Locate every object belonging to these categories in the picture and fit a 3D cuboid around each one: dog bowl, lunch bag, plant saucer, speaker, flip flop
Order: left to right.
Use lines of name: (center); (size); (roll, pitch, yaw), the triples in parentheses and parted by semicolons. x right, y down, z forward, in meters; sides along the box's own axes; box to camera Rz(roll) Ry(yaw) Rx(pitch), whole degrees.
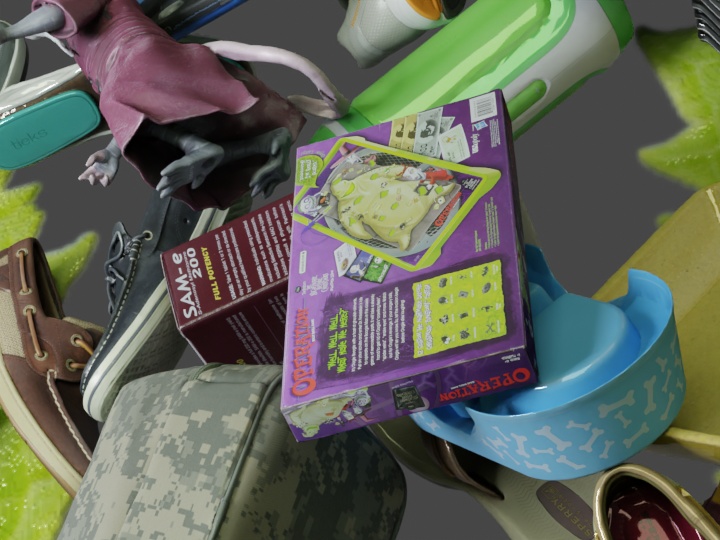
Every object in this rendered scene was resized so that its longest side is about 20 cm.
lunch bag: (-0.091, 0.151, 0.875); (0.167, 0.139, 0.201); (-2, 55, 39)
speaker: (0.065, -0.107, 1.006); (0.199, 0.089, 0.089); (-39, 55, -5)
flip flop: (0.071, 0.093, 0.893); (0.081, 0.058, 0.200); (-42, 47, -7)
dog bowl: (0.080, 0.045, 0.827); (0.111, 0.050, 0.199); (-37, 24, -20)
plant saucer: (0.199, 0.032, 0.839); (0.200, 0.049, 0.199); (-42, 27, -27)

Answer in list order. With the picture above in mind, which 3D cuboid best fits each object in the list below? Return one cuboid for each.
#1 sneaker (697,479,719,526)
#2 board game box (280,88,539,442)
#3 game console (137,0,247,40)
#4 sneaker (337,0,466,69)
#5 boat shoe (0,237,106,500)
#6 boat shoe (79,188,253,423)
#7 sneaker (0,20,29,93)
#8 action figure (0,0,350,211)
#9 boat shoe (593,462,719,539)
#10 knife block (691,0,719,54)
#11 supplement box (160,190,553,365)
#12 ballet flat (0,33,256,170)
sneaker: (0.162, 0.152, 0.818); (0.089, 0.075, 0.202); (5, 61, 17)
board game box: (0.022, -0.008, 0.830); (0.119, 0.032, 0.201); (-12, 40, 11)
game console: (-0.110, -0.235, 1.080); (0.170, 0.119, 0.200); (-21, 23, 40)
sneaker: (0.021, -0.215, 1.098); (0.092, 0.075, 0.201); (-35, 30, 38)
boat shoe: (-0.181, 0.056, 1.009); (0.072, 0.072, 0.200); (-32, 51, -4)
boat shoe: (-0.125, 0.005, 1.004); (0.062, 0.075, 0.201); (18, 55, 8)
sneaker: (-0.314, -0.115, 1.128); (0.083, 0.121, 0.201); (22, 69, 30)
action figure: (-0.128, -0.124, 0.967); (0.149, 0.134, 0.200); (-42, 58, -2)
boat shoe: (0.155, 0.171, 0.735); (0.074, 0.066, 0.201); (-35, 56, 5)
knife block: (0.282, -0.144, 0.960); (0.198, 0.064, 0.177); (7, 63, 24)
supplement box: (0.000, 0.000, 0.949); (0.198, 0.109, 0.061); (-24, 51, 4)
ballet flat: (-0.165, -0.124, 1.120); (0.198, 0.070, 0.070); (-16, 56, 11)
